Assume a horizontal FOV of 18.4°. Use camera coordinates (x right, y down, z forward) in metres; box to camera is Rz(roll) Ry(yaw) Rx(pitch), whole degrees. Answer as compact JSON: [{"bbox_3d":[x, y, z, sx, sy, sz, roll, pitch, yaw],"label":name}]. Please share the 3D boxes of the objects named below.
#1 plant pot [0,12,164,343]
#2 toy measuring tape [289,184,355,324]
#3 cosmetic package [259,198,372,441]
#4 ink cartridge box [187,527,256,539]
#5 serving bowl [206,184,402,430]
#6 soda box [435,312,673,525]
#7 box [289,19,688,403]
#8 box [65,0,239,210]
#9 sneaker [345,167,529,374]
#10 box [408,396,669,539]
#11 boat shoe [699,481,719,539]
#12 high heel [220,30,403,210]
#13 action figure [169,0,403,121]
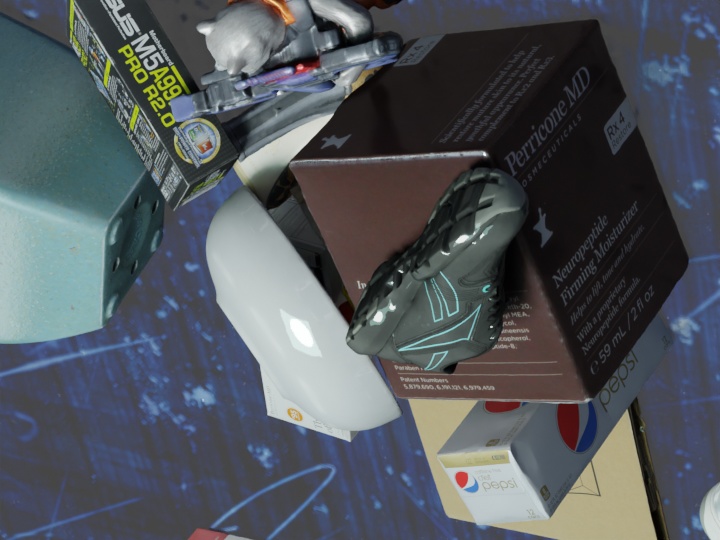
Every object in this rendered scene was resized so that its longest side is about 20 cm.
[{"bbox_3d":[-0.262,-0.060,1.741,0.200,0.196,0.196,19,136,11],"label":"plant pot"},{"bbox_3d":[0.000,0.000,1.663,0.074,0.074,0.200,-5,129,41],"label":"toy measuring tape"},{"bbox_3d":[-0.041,0.039,1.753,0.083,0.051,0.200,17,135,27],"label":"cosmetic package"},{"bbox_3d":[-0.071,0.311,2.010,0.200,0.068,0.117,7,129,34],"label":"ink cartridge box"},{"bbox_3d":[-0.052,0.038,1.589,0.200,0.066,0.200,56,177,5],"label":"serving bowl"},{"bbox_3d":[0.137,0.088,1.539,0.068,0.200,0.064,-11,119,43],"label":"soda box"},{"bbox_3d":[0.090,-0.037,1.491,0.164,0.166,0.200,0,126,39],"label":"box"},{"bbox_3d":[-0.152,-0.128,1.594,0.160,0.044,0.200,59,172,-1],"label":"box"},{"bbox_3d":[0.063,0.003,1.379,0.079,0.075,0.200,29,146,-9],"label":"sneaker"},{"bbox_3d":[0.136,0.145,1.731,0.200,0.021,0.164,7,130,33],"label":"box"},{"bbox_3d":[0.337,0.215,1.599,0.202,0.074,0.065,42,145,9],"label":"boat shoe"},{"bbox_3d":[-0.029,-0.110,1.617,0.071,0.143,0.200,57,175,7],"label":"high heel"},{"bbox_3d":[-0.047,-0.167,1.444,0.200,0.193,0.105,-14,103,35],"label":"action figure"}]
